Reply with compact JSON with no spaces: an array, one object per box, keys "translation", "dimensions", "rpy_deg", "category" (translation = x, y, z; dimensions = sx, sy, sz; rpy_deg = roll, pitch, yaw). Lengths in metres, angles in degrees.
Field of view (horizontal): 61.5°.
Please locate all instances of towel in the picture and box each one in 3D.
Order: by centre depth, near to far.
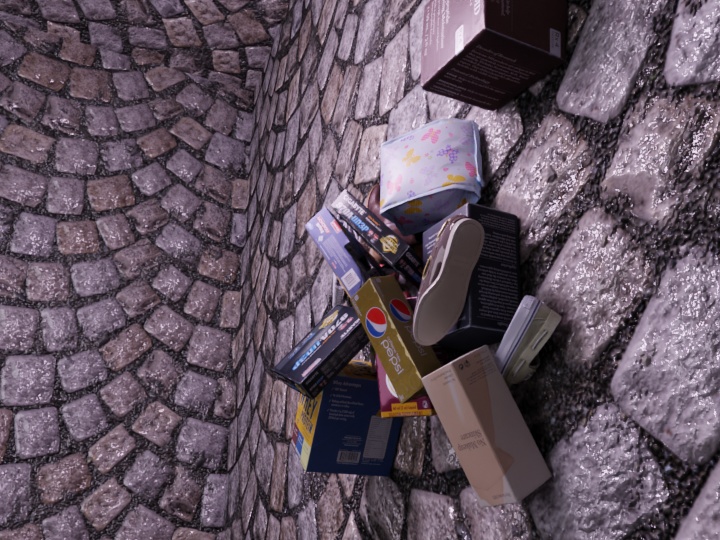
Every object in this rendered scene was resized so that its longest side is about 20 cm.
[{"translation":[-0.026,-0.020,1.523],"dimensions":[0.166,0.083,0.205],"rpy_deg":[98,173,-65],"category":"towel"}]

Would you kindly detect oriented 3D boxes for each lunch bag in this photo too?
[{"translation":[0.143,-0.180,1.161],"dimensions":[0.196,0.126,0.174],"rpy_deg":[-19,56,31],"category":"lunch bag"}]

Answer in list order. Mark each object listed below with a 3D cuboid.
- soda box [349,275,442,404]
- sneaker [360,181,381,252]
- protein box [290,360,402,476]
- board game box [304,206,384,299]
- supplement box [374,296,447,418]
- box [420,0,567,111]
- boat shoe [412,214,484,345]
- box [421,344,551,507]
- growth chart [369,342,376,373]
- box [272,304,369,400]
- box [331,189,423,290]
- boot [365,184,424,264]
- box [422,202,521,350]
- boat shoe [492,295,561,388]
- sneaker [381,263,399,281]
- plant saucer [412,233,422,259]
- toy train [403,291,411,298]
[{"translation":[0.062,0.112,1.014],"dimensions":[0.068,0.063,0.203],"rpy_deg":[-45,63,38],"category":"soda box"},{"translation":[0.050,-0.115,1.451],"dimensions":[0.076,0.069,0.205],"rpy_deg":[81,-152,-78],"category":"sneaker"},{"translation":[-0.025,0.307,1.290],"dimensions":[0.135,0.193,0.206],"rpy_deg":[-156,77,-68],"category":"protein box"},{"translation":[0.000,0.000,1.196],"dimensions":[0.061,0.199,0.202],"rpy_deg":[-39,56,8],"category":"board game box"},{"translation":[0.091,0.154,1.088],"dimensions":[0.108,0.085,0.206],"rpy_deg":[-12,80,35],"category":"supplement box"},{"translation":[0.217,-0.400,1.014],"dimensions":[0.199,0.160,0.171],"rpy_deg":[155,122,-64],"category":"box"},{"translation":[0.126,0.014,0.924],"dimensions":[0.060,0.070,0.205],"rpy_deg":[-132,59,-68],"category":"boat shoe"},{"translation":[0.178,0.224,0.872],"dimensions":[0.204,0.076,0.095],"rpy_deg":[64,147,13],"category":"box"},{"translation":[0.030,0.130,1.348],"dimensions":[0.200,0.017,0.149],"rpy_deg":[-55,-36,-84],"category":"growth chart"},{"translation":[-0.070,0.157,1.215],"dimensions":[0.200,0.046,0.158],"rpy_deg":[-44,20,-19],"category":"box"},{"translation":[0.046,-0.052,1.151],"dimensions":[0.046,0.159,0.200],"rpy_deg":[-46,54,1],"category":"box"},{"translation":[0.081,-0.120,1.307],"dimensions":[0.165,0.071,0.206],"rpy_deg":[-28,53,49],"category":"boot"},{"translation":[0.182,0.016,1.011],"dimensions":[0.148,0.104,0.206],"rpy_deg":[148,129,-61],"category":"box"},{"translation":[0.233,0.130,0.895],"dimensions":[0.061,0.072,0.204],"rpy_deg":[29,132,20],"category":"boat shoe"},{"translation":[0.057,0.028,1.361],"dimensions":[0.200,0.072,0.089],"rpy_deg":[-122,9,-75],"category":"sneaker"},{"translation":[0.111,-0.091,1.326],"dimensions":[0.199,0.037,0.206],"rpy_deg":[-170,89,-68],"category":"plant saucer"},{"translation":[0.097,0.110,1.183],"dimensions":[0.118,0.083,0.199],"rpy_deg":[-64,22,-3],"category":"toy train"}]
